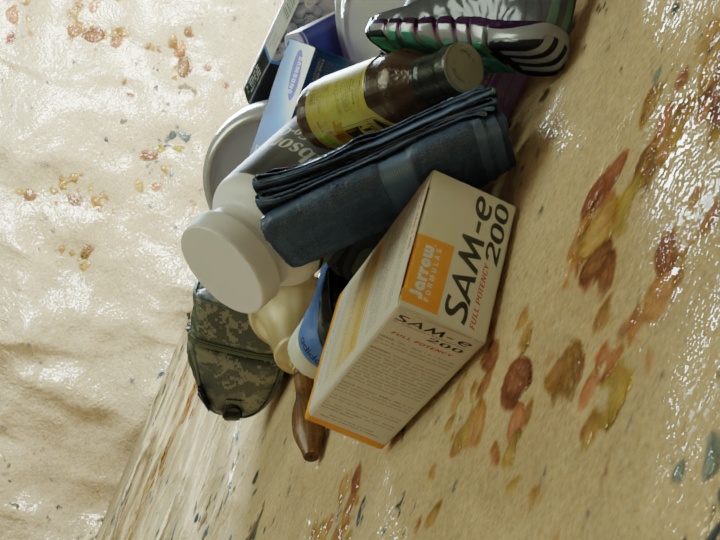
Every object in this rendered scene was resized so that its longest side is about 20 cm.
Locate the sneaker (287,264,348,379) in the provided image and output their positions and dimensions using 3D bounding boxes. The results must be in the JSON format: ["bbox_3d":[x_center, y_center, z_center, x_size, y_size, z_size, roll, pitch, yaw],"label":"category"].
[{"bbox_3d":[0.001,0.001,1.376,0.111,0.076,0.201,-45,15,46],"label":"sneaker"}]

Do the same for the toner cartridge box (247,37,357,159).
[{"bbox_3d":[-0.057,-0.112,1.416,0.043,0.095,0.201,25,99,42],"label":"toner cartridge box"}]

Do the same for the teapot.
[{"bbox_3d":[-0.081,-0.118,1.737,0.146,0.198,0.199,-48,-29,-69],"label":"teapot"}]

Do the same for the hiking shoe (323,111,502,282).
[{"bbox_3d":[0.053,-0.057,1.209,0.200,0.101,0.076,-40,12,21],"label":"hiking shoe"}]

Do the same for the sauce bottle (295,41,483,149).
[{"bbox_3d":[0.022,-0.143,1.189,0.199,0.064,0.065,-10,56,57],"label":"sauce bottle"}]

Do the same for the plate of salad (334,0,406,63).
[{"bbox_3d":[0.044,-0.230,1.452,0.048,0.201,0.200,-24,-16,-32],"label":"plate of salad"}]

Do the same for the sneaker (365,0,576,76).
[{"bbox_3d":[0.094,-0.205,1.172,0.199,0.074,0.088,12,77,42],"label":"sneaker"}]

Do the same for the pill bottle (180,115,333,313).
[{"bbox_3d":[-0.058,-0.059,1.304,0.200,0.116,0.116,-46,-2,-32],"label":"pill bottle"}]

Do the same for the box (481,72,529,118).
[{"bbox_3d":[0.099,-0.148,1.276,0.137,0.039,0.201,-92,26,-65],"label":"box"}]

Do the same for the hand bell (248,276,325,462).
[{"bbox_3d":[-0.058,0.109,1.464,0.201,0.103,0.104,-97,30,-48],"label":"hand bell"}]

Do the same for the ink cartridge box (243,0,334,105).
[{"bbox_3d":[-0.012,-0.260,1.724,0.199,0.199,0.044,-60,36,39],"label":"ink cartridge box"}]

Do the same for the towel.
[{"bbox_3d":[0.019,-0.070,1.109,0.112,0.199,0.049,61,-176,-69],"label":"towel"}]

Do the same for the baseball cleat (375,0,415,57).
[{"bbox_3d":[0.032,-0.185,1.355,0.070,0.105,0.201,-108,16,-52],"label":"baseball cleat"}]

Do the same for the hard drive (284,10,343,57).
[{"bbox_3d":[-0.023,-0.204,1.570,0.200,0.025,0.133,-48,-55,-66],"label":"hard drive"}]

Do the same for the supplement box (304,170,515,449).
[{"bbox_3d":[0.035,0.035,1.117,0.200,0.073,0.127,127,163,-55],"label":"supplement box"}]

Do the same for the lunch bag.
[{"bbox_3d":[-0.136,0.064,1.796,0.201,0.138,0.169,-79,-3,-56],"label":"lunch bag"}]
